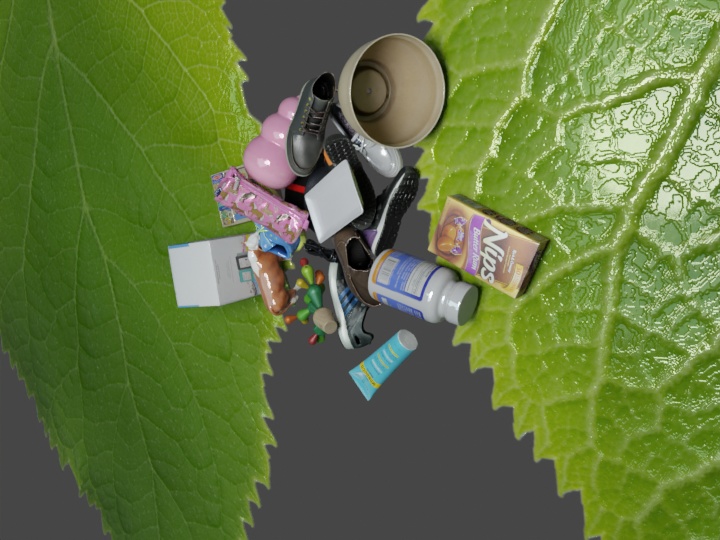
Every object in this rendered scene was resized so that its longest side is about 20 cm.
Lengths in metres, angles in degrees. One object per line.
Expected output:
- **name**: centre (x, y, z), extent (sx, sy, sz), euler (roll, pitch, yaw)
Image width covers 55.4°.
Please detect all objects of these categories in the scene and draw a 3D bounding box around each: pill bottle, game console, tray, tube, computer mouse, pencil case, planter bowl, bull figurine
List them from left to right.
- **pencil case**: centre (-0.202, -0.133, 1.421), extent (0.200, 0.087, 0.083), euler (31, 104, -13)
- **bull figurine**: centre (-0.201, 0.001, 1.562), extent (0.065, 0.121, 0.201), euler (-11, 94, 36)
- **game console**: centre (-0.085, -0.175, 1.500), extent (0.199, 0.031, 0.178), euler (18, 114, 32)
- **computer mouse**: centre (-0.077, -0.112, 1.444), extent (0.140, 0.046, 0.201), euler (27, 117, 43)
- **tray**: centre (-0.048, -0.132, 1.336), extent (0.200, 0.022, 0.108), euler (-29, 76, 59)
- **planter bowl**: centre (0.040, -0.336, 1.285), extent (0.135, 0.199, 0.201), euler (27, 119, 59)
- **tube**: centre (0.048, 0.201, 1.480), extent (0.200, 0.050, 0.078), euler (-49, 64, 39)
- **pill bottle**: centre (0.124, 0.036, 1.341), extent (0.199, 0.112, 0.113), euler (21, 112, 30)

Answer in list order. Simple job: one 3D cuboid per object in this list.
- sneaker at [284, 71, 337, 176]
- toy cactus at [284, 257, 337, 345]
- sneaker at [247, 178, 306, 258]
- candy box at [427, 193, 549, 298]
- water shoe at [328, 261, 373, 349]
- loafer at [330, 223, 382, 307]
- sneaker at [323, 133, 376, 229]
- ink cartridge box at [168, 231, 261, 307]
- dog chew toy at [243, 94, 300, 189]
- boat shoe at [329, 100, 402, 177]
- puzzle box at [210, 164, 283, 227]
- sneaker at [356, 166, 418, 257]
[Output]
- **sneaker**: centre (-0.099, -0.289, 1.348), extent (0.106, 0.074, 0.201), euler (-177, 96, -75)
- **toy cactus**: centre (-0.101, 0.086, 1.504), extent (0.165, 0.102, 0.201), euler (-135, 43, -58)
- **sneaker**: centre (-0.199, -0.107, 1.492), extent (0.076, 0.105, 0.200), euler (-30, 115, 37)
- **candy box**: centre (0.235, -0.048, 1.276), extent (0.200, 0.056, 0.117), euler (31, 116, 26)
- **water shoe**: centre (-0.018, 0.068, 1.492), extent (0.079, 0.071, 0.201), euler (-10, 91, 8)
- **loafer**: centre (0.000, 0.000, 1.403), extent (0.200, 0.073, 0.071), euler (60, 173, -26)
- **sneaker**: centre (-0.022, -0.173, 1.390), extent (0.090, 0.070, 0.201), euler (124, 127, -78)
- **ink cartridge box**: centre (-0.313, -0.005, 1.594), extent (0.146, 0.200, 0.147), euler (-4, 97, 37)
- **dog chew toy**: centre (-0.164, -0.274, 1.444), extent (0.124, 0.124, 0.201), euler (33, 101, 26)
- **boat shoe**: centre (0.007, -0.267, 1.382), extent (0.072, 0.068, 0.200), euler (-41, 76, 35)
- **puzzle box**: centre (-0.269, -0.184, 1.631), extent (0.199, 0.025, 0.134), euler (-10, 94, 37)
- **sneaker**: centre (0.043, -0.132, 1.387), extent (0.088, 0.076, 0.201), euler (40, 121, 29)
